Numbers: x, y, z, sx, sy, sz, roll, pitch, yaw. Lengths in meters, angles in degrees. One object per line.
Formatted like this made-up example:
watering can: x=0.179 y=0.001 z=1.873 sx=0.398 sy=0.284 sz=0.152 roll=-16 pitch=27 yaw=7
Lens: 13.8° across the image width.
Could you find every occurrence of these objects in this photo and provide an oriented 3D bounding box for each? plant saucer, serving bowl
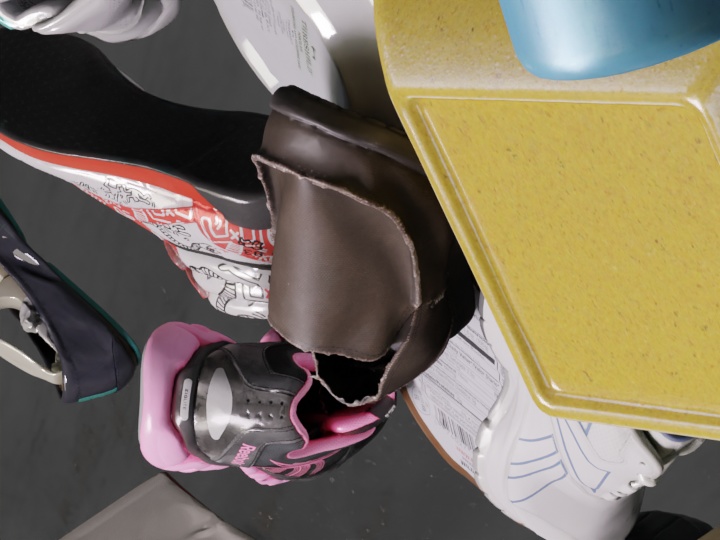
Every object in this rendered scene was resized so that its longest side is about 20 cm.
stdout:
plant saucer: x=0.097 y=-0.014 z=0.980 sx=0.199 sy=0.048 sz=0.201 roll=4 pitch=129 yaw=47
serving bowl: x=-0.006 y=-0.103 z=1.116 sx=0.200 sy=0.066 sz=0.200 roll=46 pitch=160 yaw=22

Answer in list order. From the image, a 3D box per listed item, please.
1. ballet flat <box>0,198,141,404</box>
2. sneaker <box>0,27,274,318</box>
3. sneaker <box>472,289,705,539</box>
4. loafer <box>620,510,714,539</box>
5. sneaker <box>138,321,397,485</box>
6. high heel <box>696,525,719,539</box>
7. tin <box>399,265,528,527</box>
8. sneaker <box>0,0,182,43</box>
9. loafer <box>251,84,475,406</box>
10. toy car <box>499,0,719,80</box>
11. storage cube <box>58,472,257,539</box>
ballet flat: x=-0.218 y=0.007 z=1.816 sx=0.200 sy=0.073 sz=0.073 roll=47 pitch=161 yaw=19
sneaker: x=-0.101 y=-0.040 z=1.393 sx=0.201 sy=0.067 sz=0.108 roll=20 pitch=149 yaw=26
sneaker: x=0.095 y=0.059 z=1.160 sx=0.087 sy=0.074 sz=0.200 roll=37 pitch=157 yaw=27
loafer: x=0.143 y=0.153 z=1.213 sx=0.072 sy=0.073 sz=0.200 roll=57 pitch=163 yaw=-26
sneaker: x=-0.019 y=0.061 z=1.349 sx=0.095 sy=0.200 sz=0.079 roll=0 pitch=90 yaw=25
high heel: x=0.193 y=0.149 z=1.073 sx=0.200 sy=0.071 sz=0.143 roll=-16 pitch=104 yaw=61
tin: x=0.053 y=0.034 z=1.267 sx=0.112 sy=0.042 sz=0.200 roll=35 pitch=154 yaw=34
sneaker: x=-0.126 y=-0.131 z=1.314 sx=0.075 sy=0.088 sz=0.200 roll=52 pitch=166 yaw=0
loafer: x=0.000 y=0.000 z=1.115 sx=0.073 sy=0.072 sz=0.200 roll=23 pitch=162 yaw=22
toy car: x=0.117 y=-0.160 z=0.646 sx=0.199 sy=0.177 sz=0.185 roll=-6 pitch=109 yaw=37
storage cube: x=-0.125 y=0.268 z=1.870 sx=0.171 sy=0.200 sz=0.180 roll=29 pitch=144 yaw=52
